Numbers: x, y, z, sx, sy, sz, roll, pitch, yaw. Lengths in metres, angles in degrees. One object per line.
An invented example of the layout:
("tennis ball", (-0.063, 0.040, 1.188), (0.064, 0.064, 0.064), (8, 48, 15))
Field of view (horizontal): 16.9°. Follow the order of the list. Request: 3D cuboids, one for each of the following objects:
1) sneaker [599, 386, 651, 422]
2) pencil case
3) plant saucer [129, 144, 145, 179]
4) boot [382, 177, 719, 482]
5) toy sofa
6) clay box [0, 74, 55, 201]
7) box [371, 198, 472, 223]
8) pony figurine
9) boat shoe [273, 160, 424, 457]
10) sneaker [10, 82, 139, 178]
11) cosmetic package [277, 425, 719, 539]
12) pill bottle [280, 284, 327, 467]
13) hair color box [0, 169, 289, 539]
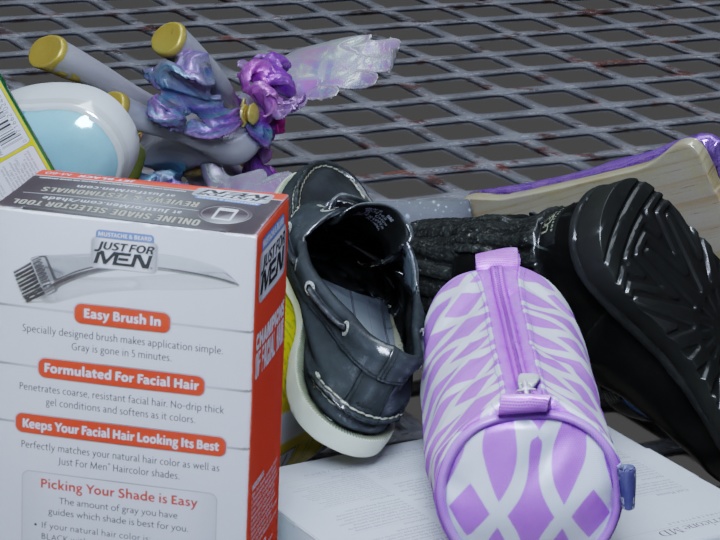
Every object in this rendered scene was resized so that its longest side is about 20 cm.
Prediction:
("sneaker", (0.167, 0.038, 1.362), (0.083, 0.071, 0.200), (-16, 14, 23))
("pencil case", (0.066, 0.061, 1.065), (0.084, 0.086, 0.200), (-12, 17, 1))
("plant saucer", (-0.207, -0.026, 1.270), (0.200, 0.031, 0.200), (-13, -9, -2))
("boot", (0.124, 0.041, 1.225), (0.158, 0.211, 0.079), (-16, 31, 46))
("toy sofa", (0.154, -0.031, 1.275), (0.200, 0.098, 0.083), (-14, 21, 50))
("clay box", (-0.218, 0.004, 1.023), (0.200, 0.115, 0.048), (-28, 25, -3))
("box", (-0.049, 0.006, 1.322), (0.200, 0.038, 0.137), (-1, -23, -13))
("pony figurine", (-0.085, -0.086, 1.521), (0.193, 0.167, 0.200), (-2, -22, 36))
("boat shoe", (-0.002, -0.001, 1.150), (0.074, 0.066, 0.200), (24, 32, -16))
("sneaker", (-0.187, -0.014, 1.086), (0.200, 0.074, 0.082), (-27, 25, 25))
("cosmetic package", (0.063, 0.123, 1.088), (0.200, 0.052, 0.151), (-8, 19, -31))
("pill bottle", (-0.081, 0.061, 1.161), (0.109, 0.109, 0.200), (13, 20, 27))
("hair color box", (-0.091, 0.066, 0.999), (0.111, 0.200, 0.064), (7, 19, 10))
